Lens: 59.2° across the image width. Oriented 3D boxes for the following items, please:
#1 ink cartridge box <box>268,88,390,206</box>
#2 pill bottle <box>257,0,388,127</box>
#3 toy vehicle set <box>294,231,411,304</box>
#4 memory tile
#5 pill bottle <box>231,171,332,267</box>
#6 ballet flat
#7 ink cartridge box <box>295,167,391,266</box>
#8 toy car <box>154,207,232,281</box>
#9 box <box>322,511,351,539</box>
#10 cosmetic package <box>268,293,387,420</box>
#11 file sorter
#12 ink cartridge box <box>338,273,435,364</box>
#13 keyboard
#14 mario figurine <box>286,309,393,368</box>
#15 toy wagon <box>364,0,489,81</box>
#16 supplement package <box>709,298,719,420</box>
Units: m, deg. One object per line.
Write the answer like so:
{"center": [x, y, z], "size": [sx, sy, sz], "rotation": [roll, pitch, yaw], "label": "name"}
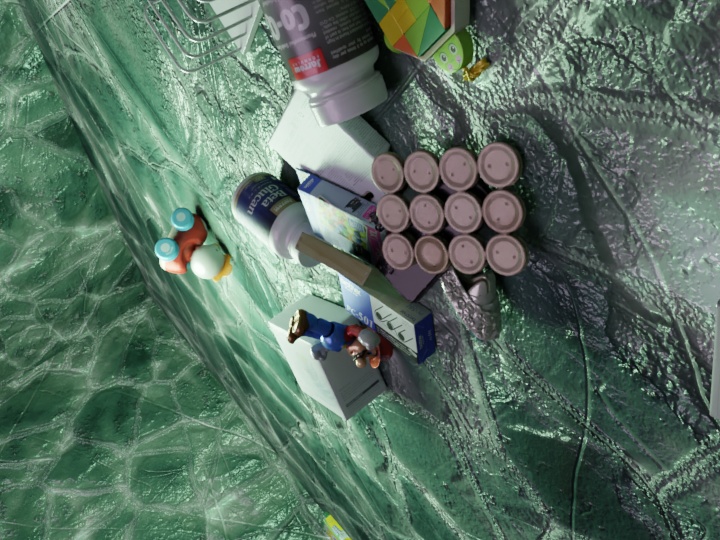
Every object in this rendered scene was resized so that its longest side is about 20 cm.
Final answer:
{"center": [-0.034, -0.168, 0.932], "size": [0.200, 0.043, 0.196], "rotation": [42, 157, -8], "label": "ink cartridge box"}
{"center": [-0.045, -0.281, 0.741], "size": [0.113, 0.113, 0.202], "rotation": [14, 132, 56], "label": "pill bottle"}
{"center": [0.000, 0.000, 0.948], "size": [0.123, 0.027, 0.200], "rotation": [28, -178, 25], "label": "toy vehicle set"}
{"center": [0.101, -0.069, 0.745], "size": [0.198, 0.017, 0.155], "rotation": [3, 110, 38], "label": "memory tile"}
{"center": [-0.140, -0.090, 1.158], "size": [0.200, 0.111, 0.112], "rotation": [38, 150, 34], "label": "pill bottle"}
{"center": [0.133, 0.001, 0.817], "size": [0.201, 0.071, 0.072], "rotation": [58, 156, 1], "label": "ballet flat"}
{"center": [-0.025, -0.076, 0.985], "size": [0.199, 0.042, 0.120], "rotation": [31, 156, 28], "label": "ink cartridge box"}
{"center": [-0.442, -0.052, 1.775], "size": [0.198, 0.179, 0.184], "rotation": [24, 166, 1], "label": "toy car"}
{"center": [-0.090, 1.103, 2.628], "size": [0.200, 0.048, 0.118], "rotation": [39, 150, 37], "label": "box"}
{"center": [-0.073, 0.179, 1.358], "size": [0.199, 0.122, 0.202], "rotation": [16, 133, 55], "label": "cosmetic package"}
{"center": [-0.230, -0.405, 0.921], "size": [0.140, 0.124, 0.200], "rotation": [56, 156, -2], "label": "file sorter"}
{"center": [0.043, 0.070, 1.096], "size": [0.199, 0.044, 0.095], "rotation": [34, 146, 41], "label": "ink cartridge box"}
{"center": [0.077, -0.059, 0.793], "size": [0.127, 0.021, 0.200], "rotation": [48, 130, 13], "label": "keyboard"}
{"center": [-0.034, 0.139, 1.165], "size": [0.123, 0.198, 0.107], "rotation": [-131, 56, -73], "label": "mario figurine"}
{"center": [0.060, -0.278, 0.638], "size": [0.201, 0.039, 0.155], "rotation": [58, 156, -4], "label": "toy wagon"}
{"center": [0.358, 0.069, 0.415], "size": [0.199, 0.117, 0.118], "rotation": [28, 143, 48], "label": "supplement package"}
